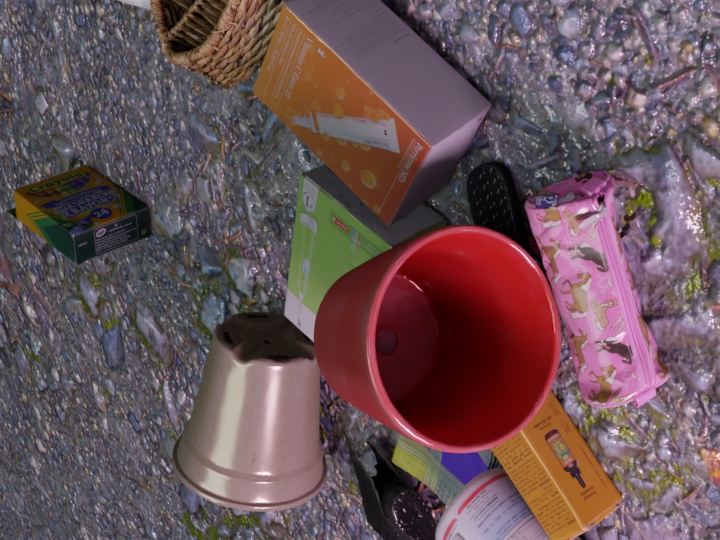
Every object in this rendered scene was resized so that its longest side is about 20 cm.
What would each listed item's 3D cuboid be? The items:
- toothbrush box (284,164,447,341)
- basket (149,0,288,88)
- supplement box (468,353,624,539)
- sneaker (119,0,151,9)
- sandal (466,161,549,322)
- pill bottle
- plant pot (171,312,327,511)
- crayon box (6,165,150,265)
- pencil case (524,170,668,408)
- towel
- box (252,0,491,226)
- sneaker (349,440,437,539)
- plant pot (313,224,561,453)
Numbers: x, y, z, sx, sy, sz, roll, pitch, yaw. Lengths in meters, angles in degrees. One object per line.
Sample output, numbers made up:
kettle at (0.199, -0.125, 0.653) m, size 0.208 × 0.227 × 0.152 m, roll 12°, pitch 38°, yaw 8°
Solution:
toothbrush box at (0.000, 0.000, 1.319) m, size 0.145 × 0.086 × 0.202 m, roll 39°, pitch 136°, yaw 32°
basket at (-0.147, -0.289, 1.246) m, size 0.148 × 0.144 × 0.199 m, roll 27°, pitch 151°, yaw -22°
supplement box at (0.171, 0.167, 1.214) m, size 0.201 × 0.066 × 0.069 m, roll 56°, pitch 144°, yaw 14°
sneaker at (-0.229, -0.362, 1.425) m, size 0.199 × 0.072 × 0.116 m, roll 23°, pitch 124°, yaw 30°
sandal at (0.150, -0.005, 1.169) m, size 0.075 × 0.045 × 0.203 m, roll -16°, pitch 83°, yaw 49°
pill bottle at (0.178, 0.304, 1.247) m, size 0.200 × 0.108 × 0.110 m, roll 42°, pitch 138°, yaw 29°
plant pot at (-0.124, 0.161, 1.507) m, size 0.200 × 0.199 × 0.186 m, roll 31°, pitch 121°, yaw 38°
crayon box at (-0.409, -0.088, 1.760) m, size 0.199 × 0.125 × 0.052 m, roll 30°, pitch 132°, yaw 39°
pencil case at (0.207, 0.018, 1.069) m, size 0.082 × 0.087 × 0.202 m, roll -14°, pitch 101°, yaw 20°
towel at (0.097, 0.182, 1.355) m, size 0.143 × 0.023 × 0.202 m, roll 40°, pitch 137°, yaw 31°
box at (0.007, -0.166, 1.178) m, size 0.200 × 0.097 × 0.125 m, roll 44°, pitch 142°, yaw 12°
sneaker at (0.052, 0.305, 1.458) m, size 0.104 × 0.060 × 0.202 m, roll 13°, pitch 128°, yaw 64°
plant pot at (0.055, 0.062, 1.127) m, size 0.177 × 0.199 × 0.203 m, roll -6°, pitch 106°, yaw 63°
